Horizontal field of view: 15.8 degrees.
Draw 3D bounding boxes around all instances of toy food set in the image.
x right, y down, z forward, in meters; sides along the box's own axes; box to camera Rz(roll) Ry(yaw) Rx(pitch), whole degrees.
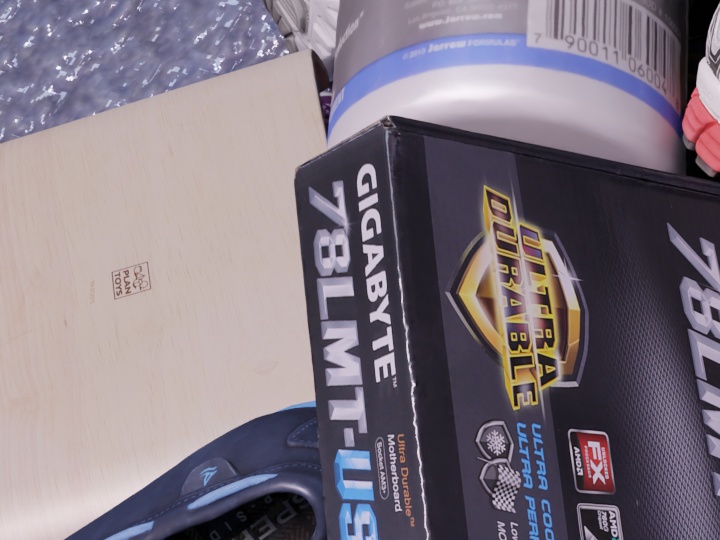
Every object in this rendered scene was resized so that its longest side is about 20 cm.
[{"bbox_3d":[-0.066,0.021,0.864,0.143,0.060,0.200,-16,50,6],"label":"toy food set"}]

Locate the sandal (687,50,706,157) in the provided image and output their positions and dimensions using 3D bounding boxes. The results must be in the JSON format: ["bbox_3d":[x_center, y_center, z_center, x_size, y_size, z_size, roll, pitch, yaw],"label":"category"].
[{"bbox_3d":[0.079,-0.052,0.968,0.200,0.082,0.055,5,80,35],"label":"sandal"}]

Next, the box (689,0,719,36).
[{"bbox_3d":[0.210,-0.148,0.846,0.199,0.164,0.086,-6,79,-2],"label":"box"}]

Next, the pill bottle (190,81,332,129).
[{"bbox_3d":[0.000,0.000,0.949,0.200,0.112,0.112,30,75,41],"label":"pill bottle"}]

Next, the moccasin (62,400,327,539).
[{"bbox_3d":[-0.078,0.107,0.758,0.080,0.068,0.200,44,107,2],"label":"moccasin"}]

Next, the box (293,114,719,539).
[{"bbox_3d":[0.079,0.069,0.728,0.050,0.198,0.201,-27,62,47],"label":"box"}]

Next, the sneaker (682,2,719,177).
[{"bbox_3d":[0.197,-0.072,0.771,0.199,0.082,0.078,-10,41,-17],"label":"sneaker"}]

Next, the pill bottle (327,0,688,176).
[{"bbox_3d":[0.051,-0.109,0.843,0.113,0.114,0.200,-10,58,24],"label":"pill bottle"}]

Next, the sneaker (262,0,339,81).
[{"bbox_3d":[0.007,-0.131,1.008,0.099,0.200,0.078,-28,91,-2],"label":"sneaker"}]

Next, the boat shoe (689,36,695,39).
[{"bbox_3d":[0.149,-0.135,0.998,0.201,0.063,0.074,-7,57,28],"label":"boat shoe"}]
